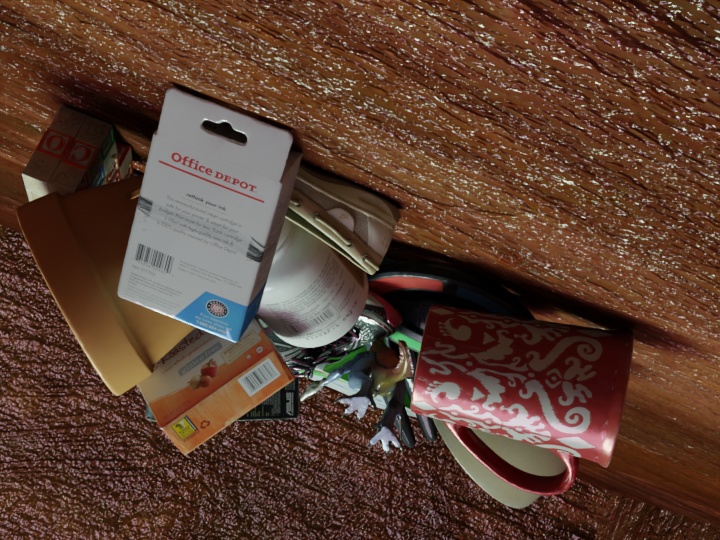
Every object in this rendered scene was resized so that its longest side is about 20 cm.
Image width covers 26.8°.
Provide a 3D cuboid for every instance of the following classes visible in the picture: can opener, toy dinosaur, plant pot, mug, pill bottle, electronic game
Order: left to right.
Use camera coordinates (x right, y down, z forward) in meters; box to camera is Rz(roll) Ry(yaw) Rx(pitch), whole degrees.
[{"bbox_3d":[-0.217,-0.003,1.429,0.201,0.139,0.200,60,174,10],"label":"plant pot"},{"bbox_3d":[-0.077,-0.015,1.452,0.114,0.115,0.200,18,162,29],"label":"pill bottle"},{"bbox_3d":[0.033,0.111,1.571,0.105,0.200,0.182,38,-148,-12],"label":"toy dinosaur"},{"bbox_3d":[0.043,0.125,1.736,0.063,0.079,0.201,-7,126,9],"label":"can opener"},{"bbox_3d":[0.087,0.047,1.563,0.199,0.042,0.200,15,156,7],"label":"electronic game"},{"bbox_3d":[0.151,0.126,1.473,0.199,0.179,0.133,12,178,6],"label":"mug"},{"bbox_3d":[0.185,0.147,1.715,0.200,0.134,0.201,42,-155,-24],"label":"plant pot"}]

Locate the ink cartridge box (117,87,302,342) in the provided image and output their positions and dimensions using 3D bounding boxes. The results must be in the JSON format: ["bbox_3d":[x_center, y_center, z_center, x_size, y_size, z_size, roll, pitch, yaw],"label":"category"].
[{"bbox_3d":[-0.122,-0.056,1.261,0.115,0.201,0.068,21,-151,5],"label":"ink cartridge box"}]

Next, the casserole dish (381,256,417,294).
[{"bbox_3d":[0.000,0.000,1.668,0.199,0.039,0.121,22,173,8],"label":"casserole dish"}]

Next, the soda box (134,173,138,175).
[{"bbox_3d":[-0.276,-0.080,1.767,0.199,0.070,0.063,26,174,-28],"label":"soda box"}]

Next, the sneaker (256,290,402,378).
[{"bbox_3d":[-0.043,0.073,1.572,0.199,0.075,0.081,-17,135,33],"label":"sneaker"}]

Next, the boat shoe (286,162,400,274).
[{"bbox_3d":[-0.066,-0.062,1.319,0.200,0.063,0.073,23,172,-6],"label":"boat shoe"}]

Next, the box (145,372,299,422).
[{"bbox_3d":[-0.160,0.073,1.748,0.163,0.202,0.086,0,179,-25],"label":"box"}]

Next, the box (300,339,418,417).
[{"bbox_3d":[0.002,0.102,1.851,0.199,0.097,0.176,26,169,-32],"label":"box"}]

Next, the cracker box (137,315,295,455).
[{"bbox_3d":[-0.169,0.070,1.514,0.200,0.134,0.058,52,175,44],"label":"cracker box"}]

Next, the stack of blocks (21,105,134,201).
[{"bbox_3d":[-0.287,-0.086,1.570,0.058,0.116,0.200,20,154,6],"label":"stack of blocks"}]
